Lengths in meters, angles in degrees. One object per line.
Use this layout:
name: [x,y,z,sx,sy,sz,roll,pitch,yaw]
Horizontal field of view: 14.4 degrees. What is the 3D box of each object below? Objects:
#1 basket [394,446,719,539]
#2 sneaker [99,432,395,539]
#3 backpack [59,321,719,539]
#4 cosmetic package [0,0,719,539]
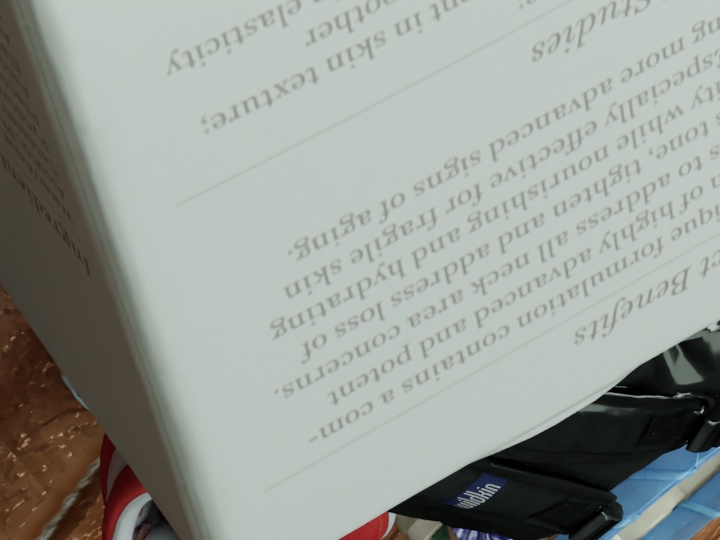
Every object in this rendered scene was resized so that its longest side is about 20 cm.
basket: [0.107,0.106,1.081,0.176,0.200,0.139,-45,168,8]
sneaker: [-0.037,0.082,0.971,0.071,0.113,0.200,-17,145,15]
backpack: [0.000,0.000,0.858,0.199,0.154,0.163,0,151,-31]
cosmetic package: [-0.014,-0.080,0.590,0.167,0.166,0.200,-28,136,-15]
